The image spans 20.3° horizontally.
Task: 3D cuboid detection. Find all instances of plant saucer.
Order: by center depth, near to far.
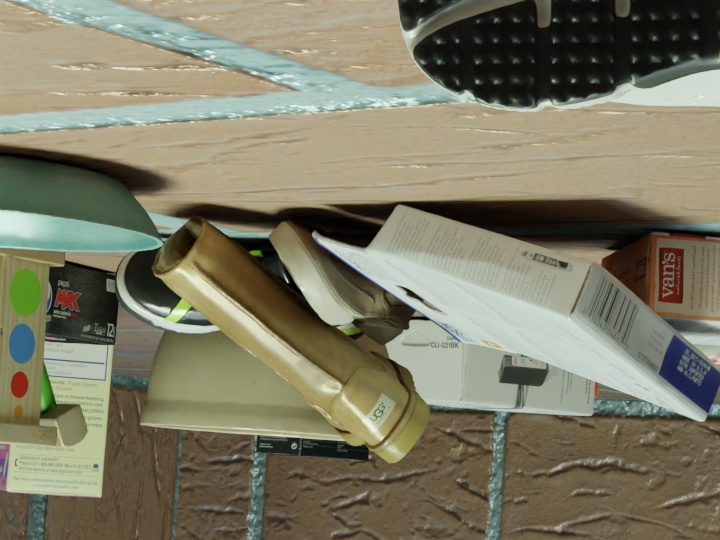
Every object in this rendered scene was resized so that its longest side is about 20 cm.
[{"bbox_3d":[-0.212,-0.040,1.171,0.198,0.036,0.200,5,174,0],"label":"plant saucer"}]

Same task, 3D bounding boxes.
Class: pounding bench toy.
[{"bbox_3d":[-0.271,0.042,1.416,0.123,0.158,0.199,-1,173,33],"label":"pounding bench toy"}]

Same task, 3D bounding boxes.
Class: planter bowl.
[{"bbox_3d":[-0.065,0.060,1.556,0.198,0.136,0.200,5,175,0],"label":"planter bowl"}]

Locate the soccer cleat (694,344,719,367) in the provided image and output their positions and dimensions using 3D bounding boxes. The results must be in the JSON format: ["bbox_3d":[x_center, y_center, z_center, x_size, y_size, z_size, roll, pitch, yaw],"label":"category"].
[{"bbox_3d":[0.300,0.034,1.433,0.198,0.069,0.085,4,166,-34],"label":"soccer cleat"}]

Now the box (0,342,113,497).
[{"bbox_3d":[-0.314,0.122,2.018,0.096,0.202,0.176,6,174,-18],"label":"box"}]

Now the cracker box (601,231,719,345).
[{"bbox_3d":[0.264,0.018,1.298,0.198,0.058,0.134,4,173,-7],"label":"cracker box"}]

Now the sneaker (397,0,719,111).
[{"bbox_3d":[0.113,-0.075,0.519,0.198,0.075,0.080,7,-170,20],"label":"sneaker"}]

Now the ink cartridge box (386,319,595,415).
[{"bbox_3d":[0.127,0.101,2.081,0.199,0.085,0.144,10,173,-41],"label":"ink cartridge box"}]

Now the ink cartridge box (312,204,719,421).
[{"bbox_3d":[0.099,0.020,1.239,0.199,0.041,0.199,18,170,37],"label":"ink cartridge box"}]

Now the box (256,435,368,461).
[{"bbox_3d":[-0.061,0.192,2.826,0.078,0.143,0.200,3,174,29],"label":"box"}]

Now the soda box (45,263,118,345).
[{"bbox_3d":[-0.281,0.023,1.704,0.070,0.064,0.200,2,173,22],"label":"soda box"}]

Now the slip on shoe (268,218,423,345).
[{"bbox_3d":[0.000,0.000,1.326,0.060,0.076,0.200,-36,156,8],"label":"slip on shoe"}]

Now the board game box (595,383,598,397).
[{"bbox_3d":[0.223,0.142,2.604,0.150,0.047,0.200,4,174,-1],"label":"board game box"}]

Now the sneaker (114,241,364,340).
[{"bbox_3d":[-0.075,0.001,1.441,0.198,0.072,0.083,5,149,-12],"label":"sneaker"}]

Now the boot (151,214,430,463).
[{"bbox_3d":[-0.052,0.038,1.355,0.200,0.066,0.175,39,173,-14],"label":"boot"}]
